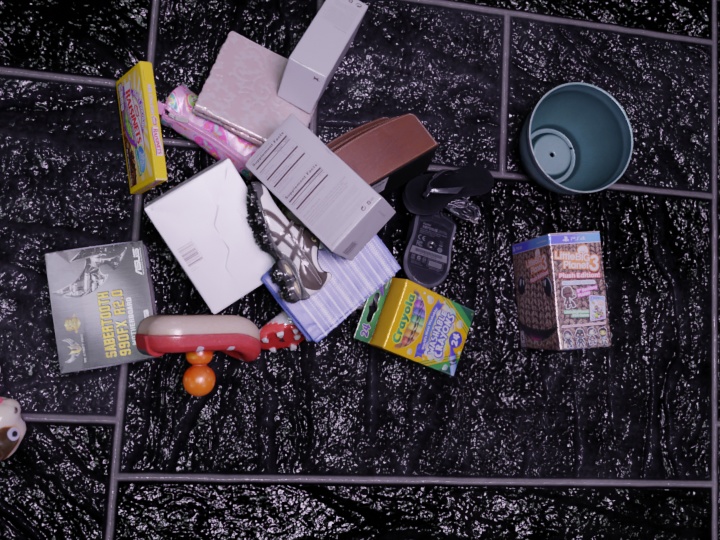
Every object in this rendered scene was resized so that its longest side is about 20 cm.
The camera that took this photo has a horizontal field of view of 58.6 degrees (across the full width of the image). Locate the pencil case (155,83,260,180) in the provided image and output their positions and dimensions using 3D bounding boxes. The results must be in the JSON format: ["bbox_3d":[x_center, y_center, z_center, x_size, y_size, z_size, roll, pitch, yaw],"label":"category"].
[{"bbox_3d":[-0.252,-0.239,1.110,0.200,0.087,0.088,32,80,-9],"label":"pencil case"}]

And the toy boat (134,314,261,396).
[{"bbox_3d":[-0.259,0.137,1.038,0.200,0.130,0.131,3,86,-37],"label":"toy boat"}]

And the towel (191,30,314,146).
[{"bbox_3d":[-0.172,-0.303,1.114,0.191,0.032,0.200,24,58,-14],"label":"towel"}]

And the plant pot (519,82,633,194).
[{"bbox_3d":[0.381,-0.230,1.201,0.200,0.134,0.201,1,84,-11],"label":"plant pot"}]

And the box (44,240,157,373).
[{"bbox_3d":[-0.427,0.059,1.072,0.158,0.048,0.200,-8,86,-11],"label":"box"}]

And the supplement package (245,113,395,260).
[{"bbox_3d":[-0.060,-0.127,0.999,0.200,0.114,0.110,45,95,15],"label":"supplement package"}]

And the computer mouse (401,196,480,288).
[{"bbox_3d":[0.133,-0.053,1.187,0.138,0.053,0.200,23,69,-6],"label":"computer mouse"}]

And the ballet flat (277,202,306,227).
[{"bbox_3d":[-0.073,-0.054,1.109,0.200,0.072,0.068,42,88,13],"label":"ballet flat"}]

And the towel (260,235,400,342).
[{"bbox_3d":[-0.047,0.005,1.064,0.200,0.024,0.145,-40,100,-11],"label":"towel"}]

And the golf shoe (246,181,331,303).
[{"bbox_3d":[-0.113,-0.052,1.006,0.094,0.078,0.200,-25,100,-20],"label":"golf shoe"}]

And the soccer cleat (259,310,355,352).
[{"bbox_3d":[-0.101,0.075,1.127,0.200,0.069,0.085,-27,51,5],"label":"soccer cleat"}]

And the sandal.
[{"bbox_3d":[0.161,-0.159,1.177,0.200,0.043,0.076,-22,68,-26],"label":"sandal"}]

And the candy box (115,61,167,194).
[{"bbox_3d":[-0.372,-0.238,1.084,0.026,0.102,0.200,-5,85,-46],"label":"candy box"}]

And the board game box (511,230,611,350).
[{"bbox_3d":[0.358,0.040,1.161,0.097,0.159,0.200,-3,85,-10],"label":"board game box"}]

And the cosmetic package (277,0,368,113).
[{"bbox_3d":[-0.066,-0.385,1.119,0.071,0.101,0.200,27,60,-7],"label":"cosmetic package"}]

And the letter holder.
[{"bbox_3d":[0.009,-0.206,1.134,0.200,0.101,0.142,-32,78,-15],"label":"letter holder"}]

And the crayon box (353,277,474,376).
[{"bbox_3d":[0.099,0.095,1.129,0.200,0.052,0.126,24,81,-29],"label":"crayon box"}]

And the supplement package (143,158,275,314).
[{"bbox_3d":[-0.237,-0.059,1.062,0.156,0.111,0.200,-33,107,-11],"label":"supplement package"}]

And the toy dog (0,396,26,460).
[{"bbox_3d":[-0.619,0.227,0.981,0.200,0.140,0.194,21,95,-8],"label":"toy dog"}]

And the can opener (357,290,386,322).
[{"bbox_3d":[0.000,0.000,1.158,0.063,0.079,0.200,-25,86,27],"label":"can opener"}]
